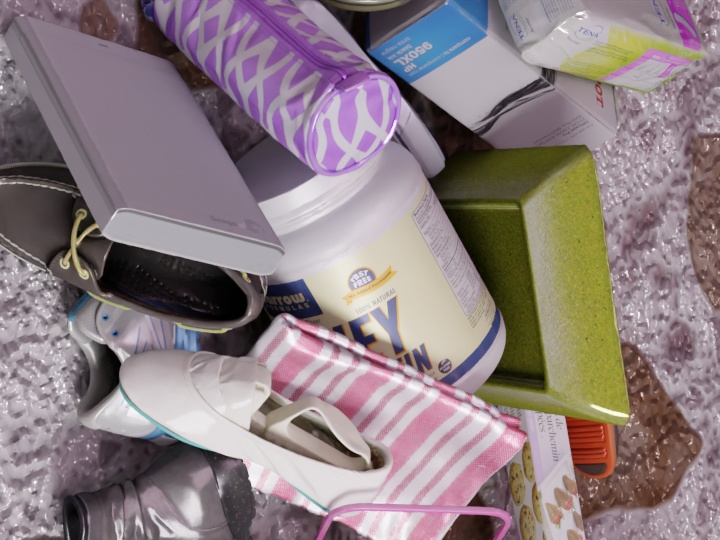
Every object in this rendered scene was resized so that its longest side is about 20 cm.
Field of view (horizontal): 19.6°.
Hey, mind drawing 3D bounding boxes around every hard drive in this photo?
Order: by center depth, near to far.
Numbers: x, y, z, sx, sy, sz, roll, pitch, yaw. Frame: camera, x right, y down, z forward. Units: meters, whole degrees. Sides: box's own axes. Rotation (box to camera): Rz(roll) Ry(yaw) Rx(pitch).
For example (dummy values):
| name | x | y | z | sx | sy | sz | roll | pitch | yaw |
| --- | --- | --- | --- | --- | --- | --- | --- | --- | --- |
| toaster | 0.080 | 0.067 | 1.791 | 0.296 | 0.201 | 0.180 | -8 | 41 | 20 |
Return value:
| name | x | y | z | sx | sy | sz | roll | pitch | yaw |
| --- | --- | --- | --- | --- | --- | --- | --- | --- | --- |
| hard drive | -0.139 | -0.081 | 1.322 | 0.131 | 0.200 | 0.026 | 14 | 121 | -40 |

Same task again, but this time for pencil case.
| name | x | y | z | sx | sy | sz | roll | pitch | yaw |
| --- | --- | --- | --- | --- | --- | --- | --- | --- | --- |
| pencil case | -0.057 | -0.146 | 1.378 | 0.084 | 0.200 | 0.086 | -28 | 142 | -29 |

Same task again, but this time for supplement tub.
| name | x | y | z | sx | sy | sz | roll | pitch | yaw |
| --- | --- | --- | --- | --- | --- | --- | --- | --- | --- |
| supplement tub | 0.000 | 0.000 | 1.457 | 0.145 | 0.144 | 0.201 | -46 | 117 | -32 |

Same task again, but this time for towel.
| name | x | y | z | sx | sy | sz | roll | pitch | yaw |
| --- | --- | --- | --- | --- | --- | --- | --- | --- | --- |
| towel | -0.005 | 0.117 | 1.422 | 0.199 | 0.147 | 0.030 | 25 | 35 | -17 |

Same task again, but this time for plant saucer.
| name | x | y | z | sx | sy | sz | roll | pitch | yaw |
| --- | --- | --- | --- | --- | --- | --- | --- | --- | --- |
| plant saucer | 0.111 | 0.013 | 1.528 | 0.048 | 0.200 | 0.201 | -12 | 97 | -27 |

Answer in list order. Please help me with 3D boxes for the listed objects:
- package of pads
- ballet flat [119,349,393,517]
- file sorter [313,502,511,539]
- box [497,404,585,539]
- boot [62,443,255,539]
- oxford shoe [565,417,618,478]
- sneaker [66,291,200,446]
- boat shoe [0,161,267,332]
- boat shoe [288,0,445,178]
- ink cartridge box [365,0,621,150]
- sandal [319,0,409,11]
| name | x | y | z | sx | sy | sz | roll | pitch | yaw |
| --- | --- | --- | --- | --- | --- | --- | --- | --- | --- |
| package of pads | 0.164 | -0.214 | 1.529 | 0.199 | 0.068 | 0.155 | 7 | 58 | -53 |
| ballet flat | -0.061 | 0.094 | 1.353 | 0.199 | 0.069 | 0.070 | 31 | 69 | -24 |
| file sorter | 0.035 | 0.266 | 1.369 | 0.138 | 0.126 | 0.201 | 2 | 60 | -11 |
| box | 0.139 | 0.161 | 1.594 | 0.038 | 0.041 | 0.201 | 8 | 62 | -29 |
| boot | -0.128 | 0.211 | 1.400 | 0.131 | 0.070 | 0.201 | -26 | 115 | -23 |
| oxford shoe | 0.180 | 0.065 | 1.666 | 0.072 | 0.071 | 0.201 | -22 | 103 | -44 |
| sneaker | -0.150 | 0.014 | 1.375 | 0.086 | 0.075 | 0.202 | 6 | 85 | -35 |
| boat shoe | -0.154 | -0.016 | 1.316 | 0.200 | 0.061 | 0.072 | 20 | 97 | -4 |
| boat shoe | -0.012 | -0.131 | 1.512 | 0.062 | 0.072 | 0.200 | -39 | 122 | 6 |
| ink cartridge box | 0.098 | -0.183 | 1.554 | 0.200 | 0.084 | 0.145 | 33 | 41 | -36 |
| sandal | -0.040 | -0.250 | 1.435 | 0.200 | 0.057 | 0.080 | 35 | 55 | -5 |
